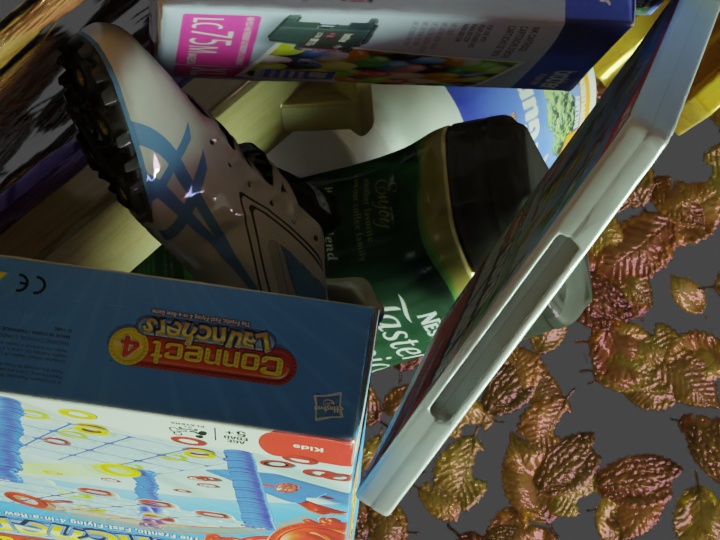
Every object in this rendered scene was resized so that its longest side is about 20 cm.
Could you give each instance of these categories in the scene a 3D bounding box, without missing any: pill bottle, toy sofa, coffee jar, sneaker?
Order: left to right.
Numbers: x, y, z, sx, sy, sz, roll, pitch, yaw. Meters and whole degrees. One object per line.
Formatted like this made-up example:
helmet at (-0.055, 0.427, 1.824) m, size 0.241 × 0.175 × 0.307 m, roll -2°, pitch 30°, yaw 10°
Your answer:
toy sofa at (-0.095, -0.052, 1.014) m, size 0.200 × 0.098 × 0.083 m, roll -41°, pitch 155°, yaw -18°
sneaker at (-0.054, -0.030, 0.926) m, size 0.072 × 0.200 × 0.072 m, roll -37°, pitch -136°, yaw -5°
coffee jar at (0.000, 0.000, 1.077) m, size 0.200 × 0.104 × 0.085 m, roll -16°, pitch -128°, yaw 17°
pill bottle at (0.026, -0.071, 1.211) m, size 0.112 × 0.112 × 0.200 m, roll -42°, pitch 173°, yaw 41°

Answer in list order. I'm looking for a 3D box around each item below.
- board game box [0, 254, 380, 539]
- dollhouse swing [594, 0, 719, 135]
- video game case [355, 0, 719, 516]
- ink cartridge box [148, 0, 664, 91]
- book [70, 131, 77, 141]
board game box at (-0.098, 0.065, 0.945) m, size 0.196 × 0.200 × 0.056 m, roll 94°, pitch 4°, yaw -64°
dollhouse swing at (0.176, -0.196, 1.398) m, size 0.182 × 0.200 × 0.176 m, roll -42°, pitch 180°, yaw 14°
video game case at (0.069, -0.011, 0.912) m, size 0.200 × 0.017 × 0.143 m, roll -55°, pitch -178°, yaw 33°
ink cartridge box at (0.024, -0.096, 0.881) m, size 0.200 × 0.042 × 0.119 m, roll -1°, pitch 173°, yaw -7°
book at (-0.087, -0.074, 1.185) m, size 0.200 × 0.048 × 0.134 m, roll -40°, pitch 173°, yaw -40°
